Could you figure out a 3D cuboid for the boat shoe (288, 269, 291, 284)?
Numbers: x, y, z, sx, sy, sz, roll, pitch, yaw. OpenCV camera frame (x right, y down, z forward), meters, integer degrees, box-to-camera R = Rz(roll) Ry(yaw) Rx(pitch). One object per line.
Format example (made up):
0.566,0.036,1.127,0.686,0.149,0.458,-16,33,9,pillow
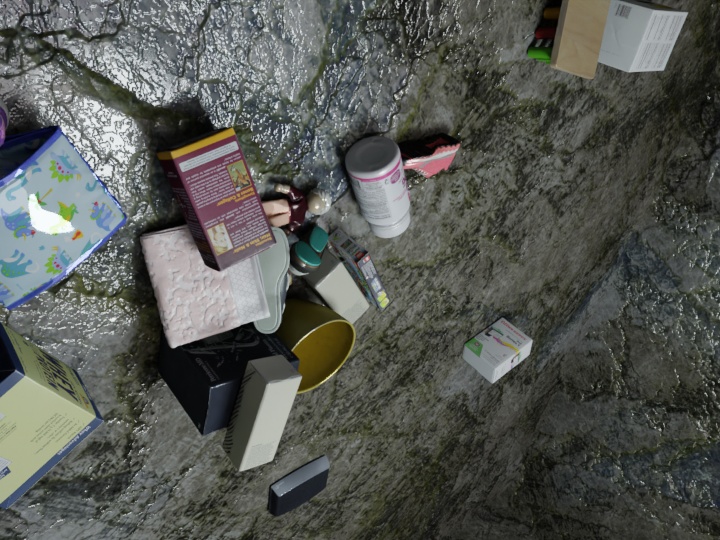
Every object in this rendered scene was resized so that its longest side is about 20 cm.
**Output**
-0.218,0.003,1.163,0.198,0.072,0.073,-8,109,-40,boat shoe

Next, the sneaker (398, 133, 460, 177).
0.145,-0.241,1.332,0.198,0.074,0.088,-21,136,-35,sneaker

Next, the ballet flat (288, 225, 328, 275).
-0.109,-0.028,1.182,0.068,0.068,0.200,-44,-175,20,ballet flat

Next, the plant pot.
-0.131,0.145,1.303,0.199,0.142,0.202,-30,143,-26,plant pot

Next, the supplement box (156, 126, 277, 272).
-0.230,-0.114,0.962,0.110,0.085,0.202,-29,113,-26,supplement box

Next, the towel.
-0.266,0.015,1.044,0.189,0.032,0.203,-15,104,-19,towel

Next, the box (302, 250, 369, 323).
-0.056,0.043,1.352,0.082,0.068,0.201,-43,143,-10,box

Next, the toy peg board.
0.491,-0.577,1.423,0.198,0.097,0.202,-7,110,-45,toy peg board

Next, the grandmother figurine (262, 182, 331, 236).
-0.143,-0.111,1.148,0.198,0.061,0.122,-22,144,-30,grandmother figurine

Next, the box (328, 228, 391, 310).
0.000,0.000,1.352,0.035,0.110,0.201,-41,143,-11,box

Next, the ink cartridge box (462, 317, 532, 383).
0.476,0.273,2.072,0.199,0.145,0.085,-29,139,-27,ink cartridge box

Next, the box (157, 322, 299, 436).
-0.257,0.185,1.156,0.195,0.200,0.125,-13,129,-41,box

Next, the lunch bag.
-0.440,-0.079,0.794,0.199,0.128,0.171,-32,141,-9,lunch bag

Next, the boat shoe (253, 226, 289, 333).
-0.171,0.014,1.125,0.074,0.060,0.203,10,102,-3,boat shoe

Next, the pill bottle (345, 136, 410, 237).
0.043,-0.169,1.250,0.113,0.113,0.201,-39,143,-15,pill bottle

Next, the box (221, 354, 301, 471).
-0.179,0.256,1.074,0.082,0.068,0.202,-3,121,-46,box

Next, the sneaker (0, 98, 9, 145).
-0.507,-0.159,0.686,0.198,0.088,0.081,-20,136,-34,sneaker

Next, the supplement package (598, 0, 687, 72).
0.710,-0.615,1.553,0.198,0.151,0.152,-17,132,-38,supplement package

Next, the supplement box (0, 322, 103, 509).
-0.556,0.224,0.921,0.200,0.134,0.201,-42,143,-12,supplement box

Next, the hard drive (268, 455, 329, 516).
-0.178,0.642,1.771,0.198,0.042,0.136,-19,133,-37,hard drive
